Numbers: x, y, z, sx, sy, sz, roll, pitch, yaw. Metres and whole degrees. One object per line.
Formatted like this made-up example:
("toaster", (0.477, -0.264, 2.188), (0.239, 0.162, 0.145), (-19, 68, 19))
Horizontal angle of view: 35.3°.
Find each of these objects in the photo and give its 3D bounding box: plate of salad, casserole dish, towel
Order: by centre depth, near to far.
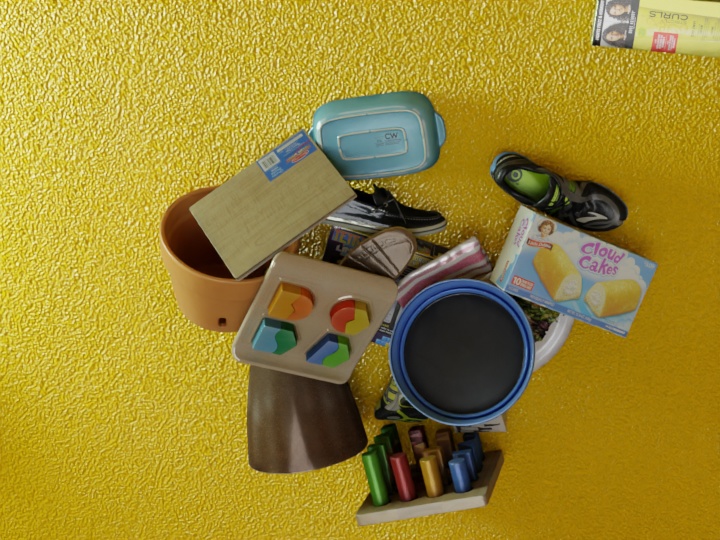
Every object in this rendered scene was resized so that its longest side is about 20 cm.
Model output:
("casserole dish", (0.020, -0.183, 1.589), (0.199, 0.039, 0.122), (-5, 114, 12))
("plate of salad", (0.223, 0.081, 1.628), (0.199, 0.048, 0.201), (-9, 121, -16))
("towel", (0.146, 0.057, 1.630), (0.146, 0.030, 0.200), (-33, 124, 3))

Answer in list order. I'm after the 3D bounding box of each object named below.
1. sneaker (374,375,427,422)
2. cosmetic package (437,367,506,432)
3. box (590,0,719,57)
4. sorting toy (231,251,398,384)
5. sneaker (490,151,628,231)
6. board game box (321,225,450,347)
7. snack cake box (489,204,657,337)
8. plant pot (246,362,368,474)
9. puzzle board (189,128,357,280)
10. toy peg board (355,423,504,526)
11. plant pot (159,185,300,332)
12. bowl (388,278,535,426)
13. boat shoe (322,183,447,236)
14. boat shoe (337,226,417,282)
("sneaker", (0.074, 0.180, 1.704), (0.075, 0.077, 0.200), (6, 157, -18))
("cosmetic package", (0.166, 0.188, 1.662), (0.082, 0.051, 0.200), (-5, 154, 12))
("box", (0.398, -0.316, 1.447), (0.199, 0.050, 0.076), (8, 114, 6))
("sorting toy", (-0.065, 0.075, 1.578), (0.184, 0.037, 0.200), (14, 127, -18))
("sneaker", (0.269, -0.099, 1.554), (0.199, 0.083, 0.071), (23, 113, -2))
("board game box", (0.034, 0.024, 1.673), (0.199, 0.057, 0.166), (19, 115, 1))
("snack cake box", (0.294, 0.002, 1.564), (0.199, 0.067, 0.115), (20, 98, -15))
("plant pot", (-0.095, 0.180, 1.717), (0.186, 0.187, 0.201), (-7, 99, 14))
("puzzle board", (-0.122, -0.092, 1.567), (0.200, 0.151, 0.017), (-35, 146, -3))
("toy peg board", (0.100, 0.291, 1.716), (0.198, 0.200, 0.098), (-13, 97, 16))
("plant pot", (-0.194, -0.007, 1.639), (0.199, 0.200, 0.140), (17, 134, 3))
("bowl", (0.140, 0.112, 1.554), (0.200, 0.039, 0.202), (-2, 82, 12))
("boat shoe", (0.027, -0.089, 1.606), (0.199, 0.075, 0.063), (9, 105, -3))
("boat shoe", (0.000, 0.000, 1.601), (0.200, 0.065, 0.071), (-39, 101, 23))
